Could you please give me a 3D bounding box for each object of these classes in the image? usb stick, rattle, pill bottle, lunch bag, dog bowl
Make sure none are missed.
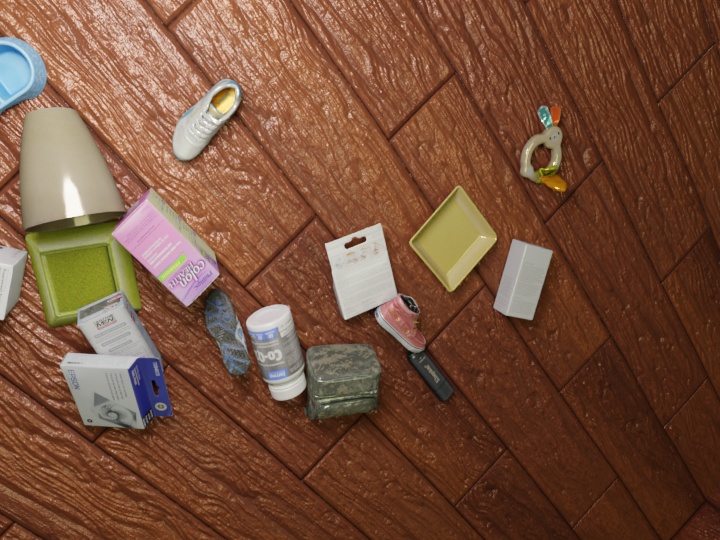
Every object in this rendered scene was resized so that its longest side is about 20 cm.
[{"bbox_3d":[0.199,0.293,1.487,0.055,0.033,0.202,-40,114,-5],"label":"usb stick"},{"bbox_3d":[0.508,-0.328,1.380,0.126,0.143,0.206,21,103,-5],"label":"rattle"},{"bbox_3d":[-0.198,0.199,1.269,0.110,0.114,0.207,-18,110,-14],"label":"pill bottle"},{"bbox_3d":[-0.046,0.295,1.347,0.192,0.141,0.173,-3,122,-18],"label":"lunch bag"},{"bbox_3d":[-0.686,-0.348,0.972,0.198,0.049,0.113,-37,114,-8],"label":"dog bowl"}]

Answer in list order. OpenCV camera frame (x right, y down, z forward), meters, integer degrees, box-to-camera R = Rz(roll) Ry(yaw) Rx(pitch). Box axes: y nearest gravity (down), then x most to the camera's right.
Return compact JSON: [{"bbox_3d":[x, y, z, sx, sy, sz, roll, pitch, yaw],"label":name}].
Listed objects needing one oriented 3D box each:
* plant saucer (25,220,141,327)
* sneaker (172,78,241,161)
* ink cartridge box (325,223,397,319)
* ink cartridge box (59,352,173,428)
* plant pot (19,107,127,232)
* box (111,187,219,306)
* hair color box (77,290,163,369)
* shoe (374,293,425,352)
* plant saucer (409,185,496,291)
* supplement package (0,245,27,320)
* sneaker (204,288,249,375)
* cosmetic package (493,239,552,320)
[{"bbox_3d":[-0.584,0.013,1.110,0.192,0.048,0.208,-10,107,-18],"label":"plant saucer"},{"bbox_3d":[-0.325,-0.317,1.099,0.076,0.081,0.202,37,91,-26],"label":"sneaker"},{"bbox_3d":[0.000,0.000,1.328,0.156,0.050,0.207,-20,108,-14],"label":"ink cartridge box"},{"bbox_3d":[-0.522,0.266,1.139,0.191,0.041,0.205,2,127,-3],"label":"ink cartridge box"},{"bbox_3d":[-0.565,-0.194,1.003,0.180,0.187,0.208,-13,96,-16],"label":"plant pot"},{"bbox_3d":[-0.399,-0.053,1.091,0.097,0.176,0.201,-43,115,-4],"label":"box"},{"bbox_3d":[-0.516,0.154,1.138,0.096,0.061,0.205,-24,129,-13],"label":"hair color box"},{"bbox_3d":[0.130,0.139,1.373,0.090,0.073,0.199,-35,125,23],"label":"shoe"},{"bbox_3d":[0.240,-0.085,1.391,0.201,0.048,0.200,-47,115,-3],"label":"plant saucer"},{"bbox_3d":[-0.768,0.005,1.004,0.193,0.114,0.114,14,101,-24],"label":"supplement package"},{"bbox_3d":[-0.316,0.145,1.237,0.073,0.077,0.208,-16,92,-11],"label":"sneaker"},{"bbox_3d":[0.460,0.026,1.490,0.098,0.071,0.208,10,101,-22],"label":"cosmetic package"}]
